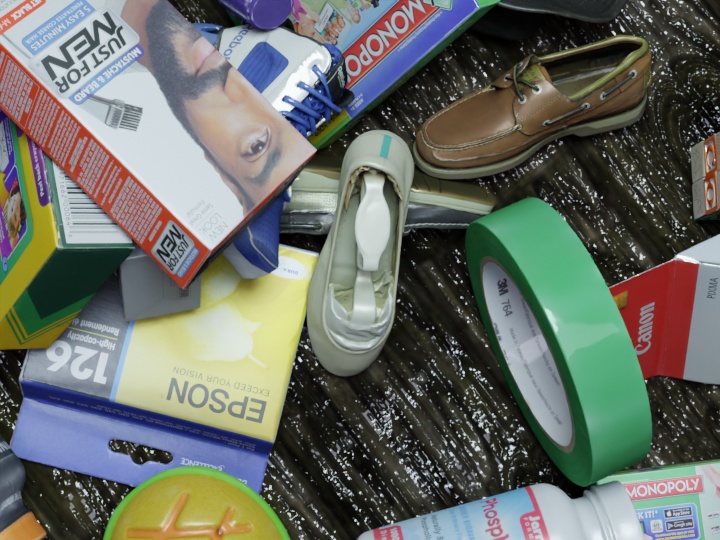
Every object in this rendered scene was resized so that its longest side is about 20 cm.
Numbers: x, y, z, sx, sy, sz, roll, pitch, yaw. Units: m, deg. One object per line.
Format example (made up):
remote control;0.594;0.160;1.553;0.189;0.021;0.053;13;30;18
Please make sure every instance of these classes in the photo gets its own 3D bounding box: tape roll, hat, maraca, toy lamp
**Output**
tape roll;0.137;0.050;0.925;0.048;0.200;0.203;-23;86;-7
hat;0.103;-0.229;1.004;0.198;0.081;0.202;14;44;-14
maraca;-0.102;0.236;0.929;0.136;0.107;0.201;-32;87;-1
toy lamp;-0.104;-0.246;0.964;0.058;0.059;0.201;-26;53;-7

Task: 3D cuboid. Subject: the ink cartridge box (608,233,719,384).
ink cartridge box;0.263;0.037;0.961;0.198;0.162;0.050;-25;55;-9

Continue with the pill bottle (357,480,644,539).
pill bottle;0.102;0.217;0.939;0.197;0.109;0.110;-16;85;-1

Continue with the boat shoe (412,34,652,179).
boat shoe;0.130;-0.134;1.003;0.198;0.068;0.072;-21;55;-13

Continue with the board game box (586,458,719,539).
board game box;0.279;0.214;1.005;0.197;0.029;0.137;-5;83;-5

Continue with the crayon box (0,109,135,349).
crayon box;-0.226;-0.070;0.901;0.058;0.172;0.202;-1;67;-33

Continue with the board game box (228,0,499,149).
board game box;-0.005;-0.195;0.952;0.029;0.199;0.136;-27;84;-46

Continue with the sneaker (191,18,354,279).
sneaker;-0.060;-0.106;0.913;0.114;0.081;0.202;-15;61;12

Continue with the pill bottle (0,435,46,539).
pill bottle;-0.310;0.134;0.924;0.106;0.106;0.201;-39;88;-8

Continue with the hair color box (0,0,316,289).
hair color box;-0.138;-0.102;0.814;0.200;0.064;0.111;45;56;-2

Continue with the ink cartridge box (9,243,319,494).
ink cartridge box;-0.147;0.062;0.979;0.195;0.047;0.203;14;80;-4

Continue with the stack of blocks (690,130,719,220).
stack of blocks;0.359;-0.072;1.003;0.197;0.115;0.059;-1;83;-4

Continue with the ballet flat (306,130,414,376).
ballet flat;0.000;0.000;0.942;0.068;0.070;0.203;5;115;-4

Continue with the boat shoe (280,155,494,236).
boat shoe;0.002;-0.047;0.997;0.198;0.072;0.067;7;107;-11

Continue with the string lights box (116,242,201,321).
string lights box;-0.158;-0.079;0.932;0.058;0.103;0.202;-10;66;-13
